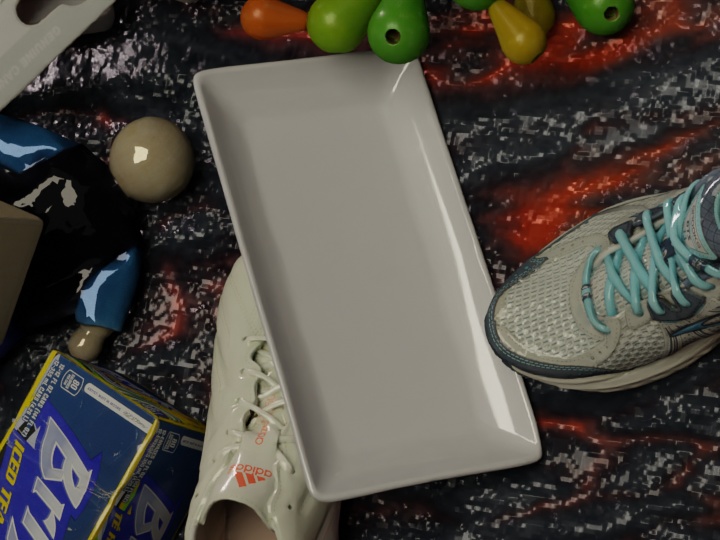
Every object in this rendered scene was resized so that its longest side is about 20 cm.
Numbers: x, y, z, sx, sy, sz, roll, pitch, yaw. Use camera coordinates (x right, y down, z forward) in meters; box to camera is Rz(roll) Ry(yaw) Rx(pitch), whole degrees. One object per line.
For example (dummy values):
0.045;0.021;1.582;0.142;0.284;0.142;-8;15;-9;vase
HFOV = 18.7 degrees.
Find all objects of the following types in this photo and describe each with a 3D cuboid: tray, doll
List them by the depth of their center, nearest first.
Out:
0.000;0.000;0.932;0.107;0.022;0.201;-8;68;-22;tray
-0.165;-0.012;1.017;0.200;0.048;0.137;-30;85;14;doll

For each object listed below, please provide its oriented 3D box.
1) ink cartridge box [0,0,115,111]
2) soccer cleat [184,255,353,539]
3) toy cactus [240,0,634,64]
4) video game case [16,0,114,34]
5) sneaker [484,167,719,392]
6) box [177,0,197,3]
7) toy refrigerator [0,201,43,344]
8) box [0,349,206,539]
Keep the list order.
-0.198;-0.183;1.029;0.200;0.047;0.160;44;68;-3;ink cartridge box
-0.038;0.079;0.922;0.069;0.078;0.201;-6;75;24;soccer cleat
0.024;-0.165;0.937;0.199;0.102;0.166;9;59;10;toy cactus
-0.227;-0.191;1.056;0.181;0.024;0.201;-11;68;-11;video game case
0.134;-0.011;0.858;0.199;0.086;0.078;-20;69;20;sneaker
-0.076;-0.232;1.003;0.082;0.068;0.201;-18;60;64;box
-0.252;-0.027;0.981;0.199;0.076;0.070;23;97;16;toy refrigerator
-0.145;0.141;0.966;0.070;0.064;0.201;30;92;28;box
